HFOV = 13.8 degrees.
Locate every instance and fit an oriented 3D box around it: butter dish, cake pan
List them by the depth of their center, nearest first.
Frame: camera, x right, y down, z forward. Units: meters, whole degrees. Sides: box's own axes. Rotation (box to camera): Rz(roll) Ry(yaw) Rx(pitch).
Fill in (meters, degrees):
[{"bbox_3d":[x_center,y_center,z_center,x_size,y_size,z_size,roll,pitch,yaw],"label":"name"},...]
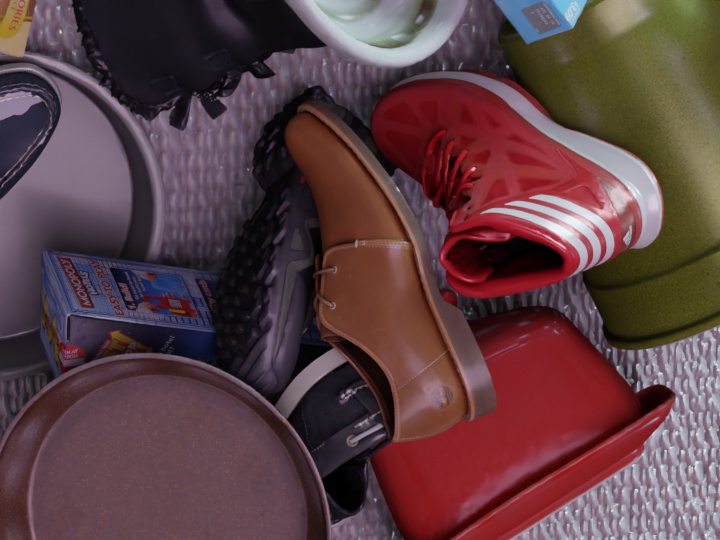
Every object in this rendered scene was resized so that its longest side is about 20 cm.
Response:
[{"bbox_3d":[-0.213,-0.035,1.715,0.200,0.037,0.201,-4,111,-12],"label":"cake pan"},{"bbox_3d":[0.071,0.079,1.767,0.200,0.199,0.148,-32,90,2],"label":"butter dish"}]

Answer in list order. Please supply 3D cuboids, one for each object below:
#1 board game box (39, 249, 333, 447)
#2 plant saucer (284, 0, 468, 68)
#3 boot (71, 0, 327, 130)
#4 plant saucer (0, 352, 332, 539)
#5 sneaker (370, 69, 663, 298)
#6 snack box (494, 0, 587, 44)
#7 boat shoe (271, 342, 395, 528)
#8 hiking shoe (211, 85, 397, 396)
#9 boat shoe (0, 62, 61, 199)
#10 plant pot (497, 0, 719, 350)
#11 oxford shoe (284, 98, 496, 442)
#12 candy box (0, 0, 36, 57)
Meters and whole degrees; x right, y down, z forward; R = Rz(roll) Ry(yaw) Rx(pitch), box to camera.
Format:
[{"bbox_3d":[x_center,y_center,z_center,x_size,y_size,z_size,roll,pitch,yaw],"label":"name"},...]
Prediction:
[{"bbox_3d":[-0.127,0.072,1.734,0.200,0.062,0.200,23,116,-37],"label":"board game box"},{"bbox_3d":[-0.013,-0.202,1.571,0.050,0.200,0.200,-9,120,37],"label":"plant saucer"},{"bbox_3d":[-0.093,-0.183,1.644,0.162,0.073,0.199,-15,114,29],"label":"boot"},{"bbox_3d":[-0.111,0.140,1.668,0.200,0.034,0.201,2,103,11],"label":"plant saucer"},{"bbox_3d":[0.059,-0.050,1.652,0.115,0.200,0.079,-27,125,-41],"label":"sneaker"},{"bbox_3d":[0.107,-0.234,1.650,0.037,0.200,0.116,-17,123,42],"label":"snack box"},{"bbox_3d":[-0.033,0.124,1.710,0.068,0.072,0.200,46,136,13],"label":"boat shoe"},{"bbox_3d":[-0.018,-0.009,1.700,0.100,0.076,0.200,28,56,-22],"label":"hiking shoe"},{"bbox_3d":[-0.248,-0.041,1.650,0.200,0.062,0.075,-32,112,-1],"label":"boat shoe"},{"bbox_3d":[0.180,-0.090,1.721,0.200,0.200,0.193,-32,102,0],"label":"plant pot"},{"bbox_3d":[0.000,0.000,1.627,0.071,0.071,0.200,-24,79,-12],"label":"oxford shoe"},{"bbox_3d":[-0.253,-0.191,1.575,0.200,0.055,0.116,14,88,-49],"label":"candy box"}]
